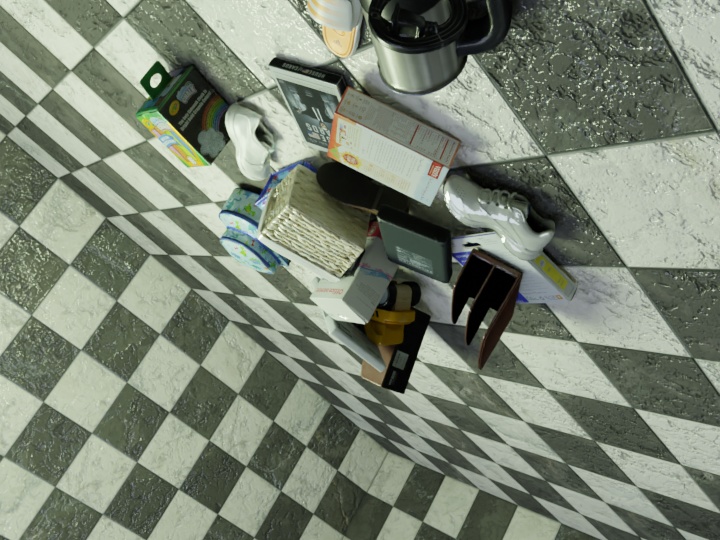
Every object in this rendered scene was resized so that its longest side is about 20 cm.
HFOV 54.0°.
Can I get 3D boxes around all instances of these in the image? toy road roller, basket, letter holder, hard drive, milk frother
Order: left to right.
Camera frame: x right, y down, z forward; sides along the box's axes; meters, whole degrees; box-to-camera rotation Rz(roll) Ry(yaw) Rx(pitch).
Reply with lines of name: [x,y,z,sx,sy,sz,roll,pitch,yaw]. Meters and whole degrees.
basket: [-0.086,-0.095,1.398,0.197,0.138,0.123,30,134,-22]
toy road roller: [0.039,0.091,1.655,0.197,0.151,0.121,11,-174,44]
letter holder: [0.065,0.178,1.758,0.140,0.205,0.100,17,175,42]
milk frother: [0.059,-0.263,0.766,0.177,0.203,0.189,18,157,27]
hard drive: [0.105,-0.045,1.327,0.137,0.034,0.201,23,164,16]
letter holder: [0.214,0.081,1.294,0.099,0.144,0.201,27,162,18]

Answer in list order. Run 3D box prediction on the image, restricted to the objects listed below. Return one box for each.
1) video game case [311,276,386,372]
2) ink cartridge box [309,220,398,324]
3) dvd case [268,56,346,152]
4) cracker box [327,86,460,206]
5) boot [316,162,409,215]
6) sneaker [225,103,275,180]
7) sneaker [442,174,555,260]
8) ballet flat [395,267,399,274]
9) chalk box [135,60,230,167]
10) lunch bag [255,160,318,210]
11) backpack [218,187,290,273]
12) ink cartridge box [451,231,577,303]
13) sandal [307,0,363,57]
video game case: [-0.027,0.125,1.639,0.199,0.023,0.184,41,-163,-39]
ink cartridge box: [0.000,0.000,1.486,0.085,0.203,0.146,40,159,-25]
dvd case: [-0.065,-0.270,1.219,0.148,0.025,0.201,23,157,29]
cracker box: [0.049,-0.194,1.129,0.196,0.059,0.134,27,158,1]
boot: [0.004,-0.142,1.355,0.196,0.075,0.076,26,170,15]
sneaker: [-0.208,-0.249,1.445,0.086,0.077,0.201,13,154,18]
sneaker: [0.221,-0.099,1.117,0.196,0.076,0.087,29,150,-5]
ballet flat: [0.007,-0.026,1.639,0.197,0.072,0.071,7,149,49]
chalk box: [-0.361,-0.323,1.426,0.122,0.126,0.200,7,147,51]
lunch bag: [-0.104,-0.155,1.496,0.150,0.096,0.198,39,146,-23]
backpack: [-0.264,-0.096,1.777,0.180,0.149,0.201,16,152,35]
ink cartridge box: [0.258,-0.014,1.276,0.199,0.047,0.196,43,162,-19]
sandal: [-0.034,-0.341,0.944,0.078,0.060,0.208,29,160,10]
